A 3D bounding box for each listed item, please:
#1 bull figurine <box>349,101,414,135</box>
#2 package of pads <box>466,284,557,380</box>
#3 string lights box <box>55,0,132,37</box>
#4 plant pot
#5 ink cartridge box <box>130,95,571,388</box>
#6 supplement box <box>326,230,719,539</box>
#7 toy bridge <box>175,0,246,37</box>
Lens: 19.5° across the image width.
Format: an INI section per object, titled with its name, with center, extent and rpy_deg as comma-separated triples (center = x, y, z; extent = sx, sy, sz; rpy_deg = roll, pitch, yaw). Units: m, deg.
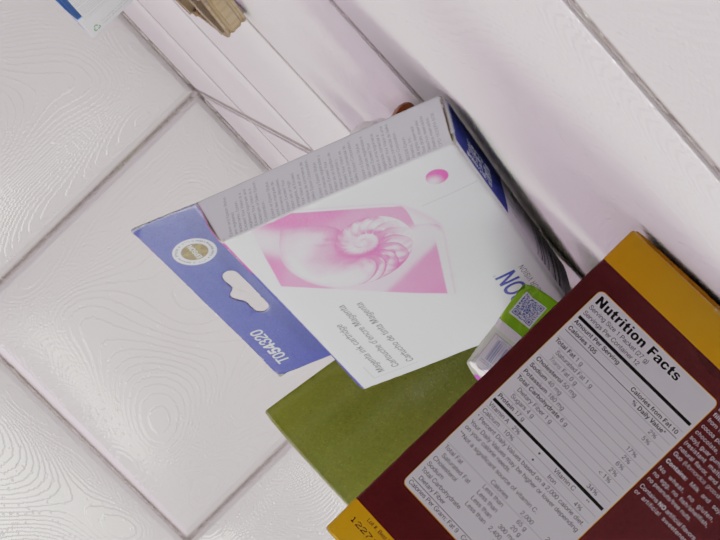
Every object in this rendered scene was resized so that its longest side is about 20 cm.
[bull figurine]
center = 0.035, -0.047, 1.315
extent = 0.121, 0.065, 0.200
rpy_deg = 45, 177, -6
[package of pads]
center = 0.154, 0.092, 1.231
extent = 0.154, 0.068, 0.200
rpy_deg = 38, -179, 19
[string lights box]
center = -0.224, -0.274, 1.562
extent = 0.059, 0.103, 0.200
rpy_deg = 45, 177, 37
[plant pot]
center = 0.072, 0.094, 1.417
extent = 0.187, 0.200, 0.187
rpy_deg = 46, 178, 3
[ink cartridge box]
center = 0.000, 0.000, 1.226
extent = 0.196, 0.199, 0.043
rpy_deg = 48, -156, -51
[supplement box]
center = 0.119, 0.120, 1.019
extent = 0.133, 0.200, 0.197
rpy_deg = 46, 178, 22
[toy bridge]
center = -0.121, -0.216, 1.666
extent = 0.067, 0.027, 0.200
rpy_deg = 45, 178, -7
